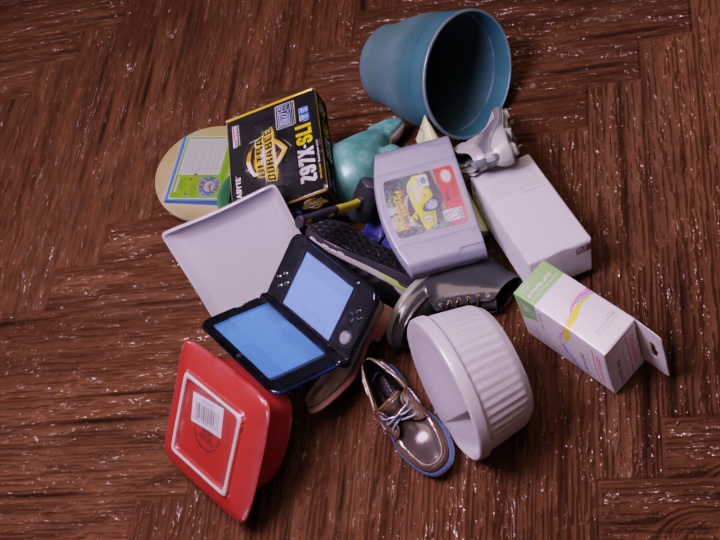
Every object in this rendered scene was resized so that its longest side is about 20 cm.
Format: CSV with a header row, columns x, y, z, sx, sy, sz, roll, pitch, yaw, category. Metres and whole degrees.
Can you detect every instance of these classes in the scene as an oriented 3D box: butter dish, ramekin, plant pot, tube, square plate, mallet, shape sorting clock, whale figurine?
x,y,z,sx,sy,sz,roll,pitch,yaw,category
-0.162,0.213,1.595,0.148,0.200,0.200,-10,31,-44,butter dish
0.147,0.139,1.492,0.094,0.203,0.203,-24,52,-11,ramekin
0.105,-0.321,1.817,0.188,0.200,0.200,18,65,45,plant pot
0.131,-0.134,1.721,0.058,0.052,0.201,-36,69,31,tube
-0.165,-0.013,1.707,0.198,0.200,0.028,-22,23,16,square plate
-0.029,-0.097,1.643,0.041,0.200,0.066,33,111,21,mallet
-0.252,-0.164,1.935,0.199,0.039,0.201,-8,56,11,shape sorting clock
-0.002,-0.180,1.802,0.159,0.104,0.200,-15,37,46,whale figurine

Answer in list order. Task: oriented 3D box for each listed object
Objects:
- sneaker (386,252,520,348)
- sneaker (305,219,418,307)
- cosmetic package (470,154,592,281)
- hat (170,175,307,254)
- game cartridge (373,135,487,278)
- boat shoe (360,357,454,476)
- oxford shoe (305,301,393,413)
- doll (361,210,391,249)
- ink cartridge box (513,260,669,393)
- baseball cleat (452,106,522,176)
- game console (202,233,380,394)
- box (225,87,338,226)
x,y,z,sx,sy,sz,roll,pitch,yaw,category
0.131,0.049,1.626,0.106,0.075,0.200,34,74,34,sneaker
0.000,0.000,1.676,0.200,0.083,0.072,29,35,8,sneaker
0.245,-0.070,1.648,0.101,0.074,0.200,-21,49,-5,cosmetic package
-0.170,-0.057,1.848,0.200,0.176,0.166,41,53,13,hat
0.092,-0.092,1.649,0.133,0.041,0.201,-17,68,1,game cartridge
0.053,0.198,1.554,0.072,0.072,0.200,-43,51,3,boat shoe
-0.032,0.114,1.633,0.200,0.074,0.071,-57,17,-27,oxford shoe
0.071,-0.094,1.761,0.136,0.049,0.200,18,60,31,doll
0.306,0.085,1.508,0.067,0.117,0.200,-46,54,-11,ink cartridge box
0.187,-0.197,1.723,0.106,0.070,0.200,-17,14,10,baseball cleat
-0.099,0.055,1.581,0.200,0.118,0.171,37,107,40,game console
-0.123,-0.168,1.745,0.159,0.049,0.201,-17,56,15,box
